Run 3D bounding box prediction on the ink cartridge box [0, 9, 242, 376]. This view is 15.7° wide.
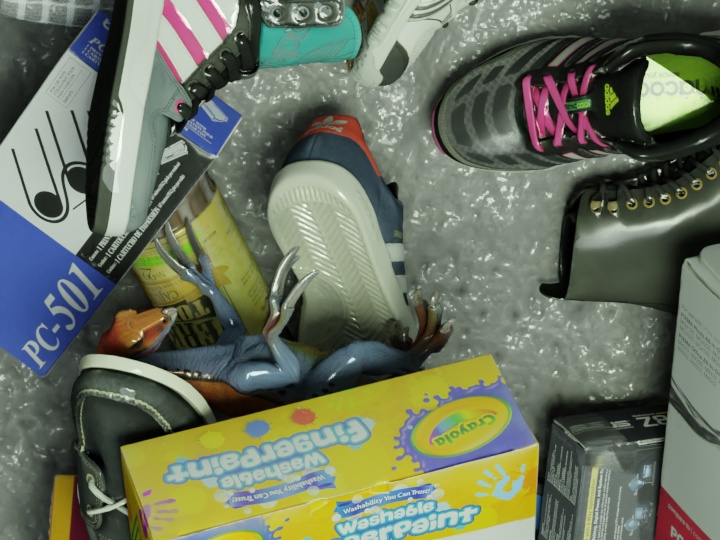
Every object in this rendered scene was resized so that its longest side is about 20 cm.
[{"bbox_3d":[-0.152,-0.037,1.375,0.094,0.044,0.200,37,130,-7],"label":"ink cartridge box"}]

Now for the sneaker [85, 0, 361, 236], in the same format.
[{"bbox_3d":[-0.063,-0.106,1.274,0.120,0.084,0.201,12,86,-13],"label":"sneaker"}]

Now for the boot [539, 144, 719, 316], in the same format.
[{"bbox_3d":[0.186,-0.057,1.472,0.138,0.078,0.201,6,114,-8],"label":"boot"}]

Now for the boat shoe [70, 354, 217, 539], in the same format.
[{"bbox_3d":[-0.114,0.107,1.349,0.071,0.068,0.200,10,150,7],"label":"boat shoe"}]

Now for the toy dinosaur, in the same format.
[{"bbox_3d":[-0.042,0.056,1.348,0.181,0.105,0.201,-16,85,-24],"label":"toy dinosaur"}]

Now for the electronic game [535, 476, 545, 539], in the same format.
[{"bbox_3d":[0.070,0.211,1.599,0.199,0.042,0.201,-4,118,-9],"label":"electronic game"}]

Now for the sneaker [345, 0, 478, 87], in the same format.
[{"bbox_3d":[0.067,-0.173,1.385,0.087,0.076,0.200,25,110,-21],"label":"sneaker"}]

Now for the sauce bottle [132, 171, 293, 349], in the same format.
[{"bbox_3d":[-0.075,0.029,1.466,0.065,0.065,0.200,-26,117,3],"label":"sauce bottle"}]

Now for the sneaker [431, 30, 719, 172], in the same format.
[{"bbox_3d":[0.132,-0.093,1.408,0.199,0.087,0.074,-6,95,13],"label":"sneaker"}]

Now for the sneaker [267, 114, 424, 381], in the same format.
[{"bbox_3d":[0.000,0.000,1.460,0.075,0.085,0.201,2,132,13],"label":"sneaker"}]

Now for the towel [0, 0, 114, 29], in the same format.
[{"bbox_3d":[-0.098,-0.208,1.331,0.165,0.086,0.201,4,116,-12],"label":"towel"}]

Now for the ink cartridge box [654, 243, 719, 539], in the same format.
[{"bbox_3d":[0.254,0.080,1.473,0.145,0.083,0.201,-13,125,-21],"label":"ink cartridge box"}]

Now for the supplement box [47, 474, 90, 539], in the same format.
[{"bbox_3d":[-0.074,0.177,1.489,0.199,0.086,0.110,0,149,1],"label":"supplement box"}]

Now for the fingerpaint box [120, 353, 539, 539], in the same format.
[{"bbox_3d":[-0.015,0.145,1.340,0.199,0.073,0.167,-14,134,-12],"label":"fingerpaint box"}]

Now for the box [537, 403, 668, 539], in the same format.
[{"bbox_3d":[0.184,0.179,1.574,0.161,0.049,0.201,-7,114,-25],"label":"box"}]
